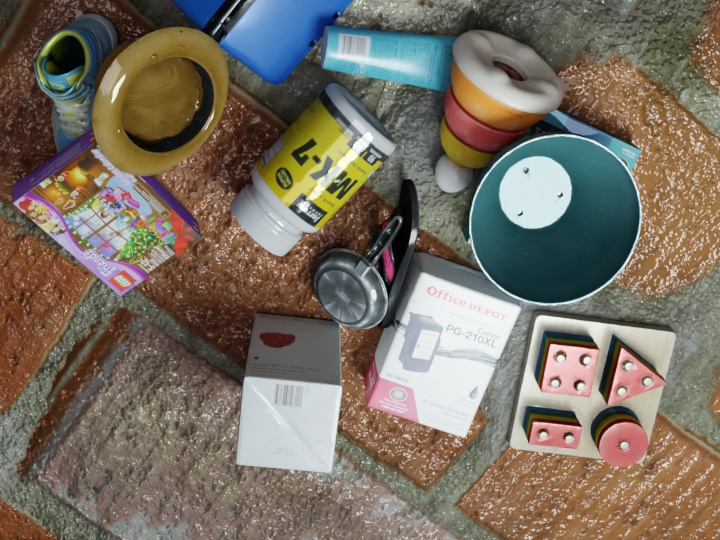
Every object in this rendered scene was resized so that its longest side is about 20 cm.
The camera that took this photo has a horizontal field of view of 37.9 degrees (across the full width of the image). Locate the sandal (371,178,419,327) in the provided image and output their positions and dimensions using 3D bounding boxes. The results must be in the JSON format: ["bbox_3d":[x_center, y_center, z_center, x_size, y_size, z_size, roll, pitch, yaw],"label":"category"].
[{"bbox_3d":[0.035,-0.020,1.348,0.045,0.075,0.202,8,111,-13],"label":"sandal"}]

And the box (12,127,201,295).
[{"bbox_3d":[-0.310,-0.070,1.297,0.136,0.039,0.200,-34,132,10],"label":"box"}]

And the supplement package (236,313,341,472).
[{"bbox_3d":[-0.089,0.150,1.335,0.120,0.200,0.121,5,109,-4],"label":"supplement package"}]

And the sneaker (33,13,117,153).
[{"bbox_3d":[-0.345,-0.198,1.242,0.079,0.131,0.202,8,108,3],"label":"sneaker"}]

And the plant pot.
[{"bbox_3d":[0.221,-0.076,1.254,0.197,0.135,0.203,0,108,-1],"label":"plant pot"}]

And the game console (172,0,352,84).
[{"bbox_3d":[-0.113,-0.359,1.258,0.200,0.118,0.171,-47,73,12],"label":"game console"}]

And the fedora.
[{"bbox_3d":[-0.246,-0.209,1.230,0.082,0.200,0.202,37,108,29],"label":"fedora"}]

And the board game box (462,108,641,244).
[{"bbox_3d":[0.243,-0.099,1.344,0.150,0.047,0.202,23,107,-10],"label":"board game box"}]

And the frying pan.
[{"bbox_3d":[0.008,0.015,1.335,0.189,0.031,0.116,-25,99,43],"label":"frying pan"}]

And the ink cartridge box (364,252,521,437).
[{"bbox_3d":[0.106,0.097,1.386,0.143,0.084,0.202,18,107,-9],"label":"ink cartridge box"}]

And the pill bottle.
[{"bbox_3d":[-0.061,-0.121,1.291,0.114,0.114,0.200,41,103,-14],"label":"pill bottle"}]

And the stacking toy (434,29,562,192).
[{"bbox_3d":[0.141,-0.177,1.283,0.145,0.147,0.201,23,127,-10],"label":"stacking toy"}]

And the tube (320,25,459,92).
[{"bbox_3d":[0.051,-0.261,1.285,0.197,0.051,0.078,6,121,-11],"label":"tube"}]

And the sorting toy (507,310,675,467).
[{"bbox_3d":[0.319,0.172,1.427,0.196,0.070,0.202,7,108,-5],"label":"sorting toy"}]
